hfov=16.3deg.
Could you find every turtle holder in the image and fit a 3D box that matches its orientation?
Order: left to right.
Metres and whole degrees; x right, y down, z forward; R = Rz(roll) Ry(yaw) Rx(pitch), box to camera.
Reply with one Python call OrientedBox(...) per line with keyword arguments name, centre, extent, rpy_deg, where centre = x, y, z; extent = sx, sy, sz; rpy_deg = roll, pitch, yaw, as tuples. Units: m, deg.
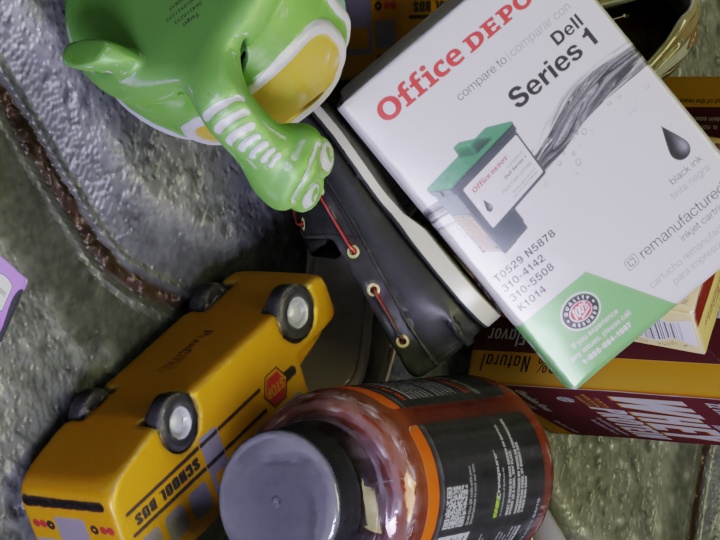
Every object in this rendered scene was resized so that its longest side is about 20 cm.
OrientedBox(name="turtle holder", centre=(-0.061, -0.126, 1.259), extent=(0.141, 0.185, 0.132), rpy_deg=(-56, 137, -3))

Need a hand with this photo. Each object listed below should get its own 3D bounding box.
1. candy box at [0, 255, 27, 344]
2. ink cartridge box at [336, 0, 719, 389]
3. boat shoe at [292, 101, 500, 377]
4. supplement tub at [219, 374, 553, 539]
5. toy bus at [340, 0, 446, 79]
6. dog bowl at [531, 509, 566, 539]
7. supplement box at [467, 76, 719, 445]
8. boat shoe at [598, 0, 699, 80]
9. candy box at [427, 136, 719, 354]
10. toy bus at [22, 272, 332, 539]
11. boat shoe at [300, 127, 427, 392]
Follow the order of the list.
OrientedBox(name="candy box", centre=(-0.253, 0.046, 1.095), extent=(0.168, 0.071, 0.201), rpy_deg=(45, 55, -43))
OrientedBox(name="ink cartridge box", centre=(0.101, -0.061, 1.356), extent=(0.200, 0.146, 0.084), rpy_deg=(49, 3, -5))
OrientedBox(name="boat shoe", centre=(-0.008, -0.034, 1.365), extent=(0.202, 0.063, 0.074), rpy_deg=(53, 7, 13))
OrientedBox(name="supplement tub", centre=(0.011, 0.109, 1.290), extent=(0.200, 0.106, 0.108), rpy_deg=(0, 90, -58))
OrientedBox(name="toy bus", centre=(0.060, -0.158, 1.506), extent=(0.199, 0.065, 0.079), rpy_deg=(-10, 98, -52))
OrientedBox(name="dog bowl", centre=(0.090, 0.168, 1.461), extent=(0.058, 0.200, 0.201), rpy_deg=(-29, 119, -7))
OrientedBox(name="supplement box", centre=(0.194, -0.004, 1.566), extent=(0.133, 0.196, 0.201), rpy_deg=(31, 66, -56))
OrientedBox(name="boat shoe", centre=(0.107, -0.112, 1.434), extent=(0.199, 0.068, 0.075), rpy_deg=(-32, 79, -21))
OrientedBox(name="candy box", centre=(0.119, -0.029, 1.471), extent=(0.055, 0.199, 0.116), rpy_deg=(65, 41, -57))
OrientedBox(name="toy bus", centre=(-0.087, 0.077, 1.304), extent=(0.200, 0.065, 0.079), rpy_deg=(-43, 123, -43))
OrientedBox(name="boat shoe", centre=(0.000, 0.000, 1.435), extent=(0.057, 0.066, 0.201), rpy_deg=(70, 32, -58))
